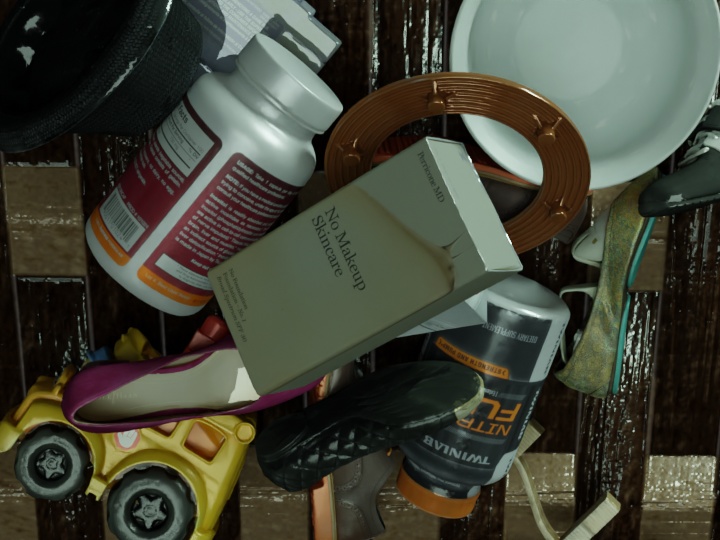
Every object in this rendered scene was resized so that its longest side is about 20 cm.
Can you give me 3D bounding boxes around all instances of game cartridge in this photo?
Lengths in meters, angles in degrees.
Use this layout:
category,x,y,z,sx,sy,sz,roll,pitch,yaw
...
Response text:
category,x,y,z,sx,sy,sz,roll,pitch,yaw
game cartridge,-0.127,-0.198,0.885,0.200,0.038,0.130,40,100,-11

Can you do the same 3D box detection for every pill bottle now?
category,x,y,z,sx,sy,sz,roll,pitch,yaw
pill bottle,0.092,0.104,0.938,0.105,0.106,0.201,16,107,-5
pill bottle,-0.107,-0.073,0.849,0.113,0.113,0.200,39,104,-11

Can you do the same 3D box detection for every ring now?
category,x,y,z,sx,sy,sz,roll,pitch,yaw
ring,0.071,-0.066,0.839,0.199,0.019,0.201,3,141,3

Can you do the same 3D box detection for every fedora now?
category,x,y,z,sx,sy,sz,roll,pitch,yaw
fedora,-0.185,-0.153,0.821,0.201,0.201,0.091,-44,135,13

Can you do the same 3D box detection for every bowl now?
category,x,y,z,sx,sy,sz,roll,pitch,yaw
bowl,0.165,-0.168,0.861,0.199,0.090,0.203,0,107,0

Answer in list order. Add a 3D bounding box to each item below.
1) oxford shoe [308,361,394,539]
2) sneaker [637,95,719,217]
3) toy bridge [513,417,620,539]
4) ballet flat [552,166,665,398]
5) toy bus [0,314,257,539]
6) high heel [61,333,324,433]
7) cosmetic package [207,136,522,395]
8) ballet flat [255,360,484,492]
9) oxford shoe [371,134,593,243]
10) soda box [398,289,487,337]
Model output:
category,x,y,z,sx,sy,sz,roll,pitch,yaw
oxford shoe,-0.008,0.141,0.972,0.072,0.071,0.202,-2,110,-4
sneaker,0.287,-0.104,0.878,0.199,0.074,0.089,-24,93,-21
toy bridge,0.198,0.223,0.982,0.200,0.027,0.067,45,104,8
ballet flat,0.200,0.009,0.933,0.070,0.071,0.202,8,107,-2
toy bus,-0.177,0.115,0.940,0.199,0.136,0.193,28,92,-5
high heel,-0.120,0.088,0.844,0.198,0.096,0.068,2,102,-8
cosmetic package,0.000,0.000,0.797,0.199,0.073,0.104,-31,77,25
ballet flat,0.008,0.122,0.896,0.199,0.067,0.057,-22,129,19
oxford shoe,0.088,-0.062,0.907,0.198,0.071,0.073,9,112,-3
soda box,-0.002,0.016,0.886,0.199,0.064,0.068,-11,151,27
